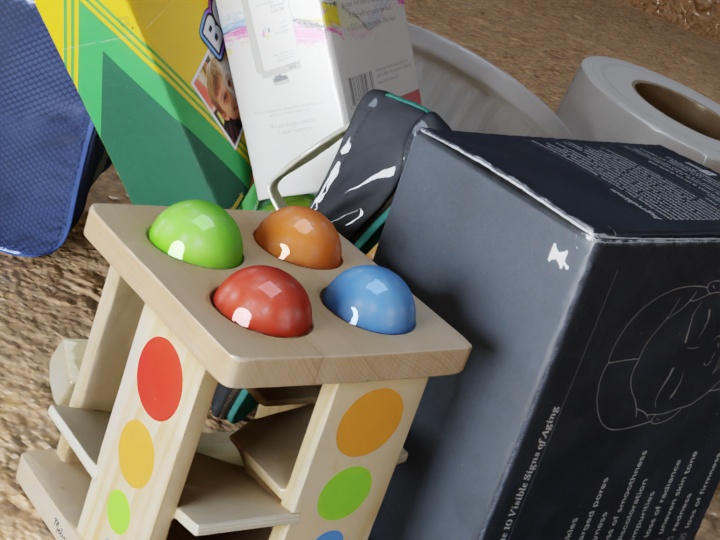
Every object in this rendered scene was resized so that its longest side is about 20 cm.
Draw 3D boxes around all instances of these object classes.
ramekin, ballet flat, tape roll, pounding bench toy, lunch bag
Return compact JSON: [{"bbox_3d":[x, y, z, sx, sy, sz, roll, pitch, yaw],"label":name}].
[{"bbox_3d":[0.064,-0.104,1.054,0.202,0.095,0.202,31,-6,4],"label":"ramekin"},{"bbox_3d":[-0.030,-0.012,0.684,0.073,0.200,0.073,34,20,-15],"label":"ballet flat"},{"bbox_3d":[0.249,-0.077,1.145,0.202,0.140,0.203,22,24,-10],"label":"tape roll"},{"bbox_3d":[-0.073,0.037,0.596,0.124,0.157,0.200,0,28,-40],"label":"pounding bench toy"},{"bbox_3d":[-0.207,-0.128,0.803,0.135,0.201,0.133,20,32,-6],"label":"lunch bag"}]

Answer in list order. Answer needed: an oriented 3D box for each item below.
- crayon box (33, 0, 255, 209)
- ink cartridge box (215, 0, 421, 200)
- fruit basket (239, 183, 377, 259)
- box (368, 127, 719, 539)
[{"bbox_3d":[-0.094,-0.149,0.753,0.058,0.173,0.200,-5,35,23],"label":"crayon box"},{"bbox_3d":[-0.026,-0.151,0.751,0.067,0.201,0.116,-6,12,25],"label":"ink cartridge box"},{"bbox_3d":[0.000,0.000,0.840,0.184,0.094,0.200,7,28,-29],"label":"fruit basket"},{"bbox_3d":[0.102,0.045,0.668,0.196,0.201,0.124,-2,29,-44],"label":"box"}]
